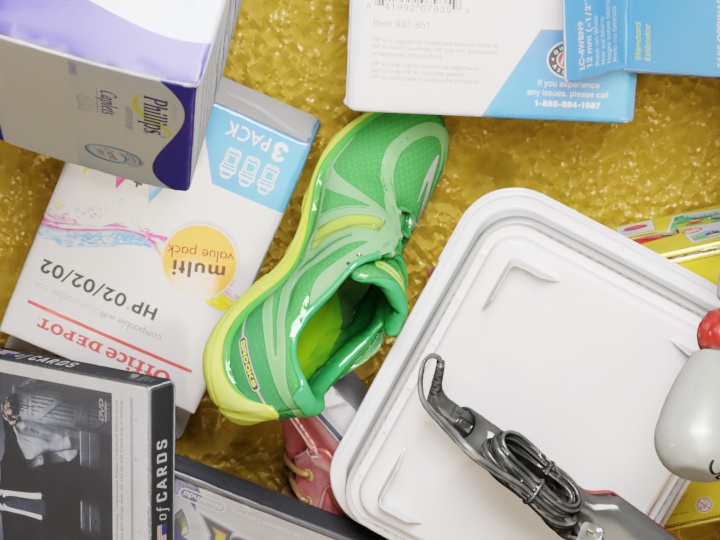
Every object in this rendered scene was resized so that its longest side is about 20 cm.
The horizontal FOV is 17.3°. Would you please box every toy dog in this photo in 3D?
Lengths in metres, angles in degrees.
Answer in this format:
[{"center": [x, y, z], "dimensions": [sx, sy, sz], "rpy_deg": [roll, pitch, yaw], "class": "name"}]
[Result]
[{"center": [0.213, 0.005, 1.105], "dimensions": [0.096, 0.131, 0.202], "rpy_deg": [13, 97, 38], "class": "toy dog"}]

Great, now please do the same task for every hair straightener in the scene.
[{"center": [0.105, 0.109, 1.137], "dimensions": [0.200, 0.077, 0.041], "rpy_deg": [42, 90, -7], "class": "hair straightener"}]

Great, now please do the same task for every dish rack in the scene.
[{"center": [0.093, 0.077, 1.189], "dimensions": [0.171, 0.044, 0.201], "rpy_deg": [27, 106, -6], "class": "dish rack"}]

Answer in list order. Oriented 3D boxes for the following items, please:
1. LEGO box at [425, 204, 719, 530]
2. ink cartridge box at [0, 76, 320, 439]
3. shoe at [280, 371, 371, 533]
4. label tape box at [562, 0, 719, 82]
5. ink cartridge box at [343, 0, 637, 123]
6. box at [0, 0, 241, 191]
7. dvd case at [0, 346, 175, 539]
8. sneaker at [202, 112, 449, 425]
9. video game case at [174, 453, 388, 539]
[{"center": [0.146, 0.056, 1.243], "dimensions": [0.199, 0.077, 0.150], "rpy_deg": [-12, 105, 6], "class": "LEGO box"}, {"center": [-0.112, -0.006, 1.241], "dimensions": [0.115, 0.068, 0.201], "rpy_deg": [23, 106, -3], "class": "ink cartridge box"}, {"center": [-0.019, 0.114, 1.271], "dimensions": [0.091, 0.072, 0.200], "rpy_deg": [-38, 105, 9], "class": "shoe"}, {"center": [0.191, -0.169, 1.130], "dimensions": [0.199, 0.066, 0.144], "rpy_deg": [-14, 111, -32], "class": "label tape box"}, {"center": [0.069, -0.182, 1.173], "dimensions": [0.144, 0.084, 0.201], "rpy_deg": [3, 106, 1], "class": "ink cartridge box"}, {"center": [-0.101, -0.162, 1.100], "dimensions": [0.104, 0.184, 0.201], "rpy_deg": [14, 77, -2], "class": "box"}, {"center": [-0.177, 0.118, 1.241], "dimensions": [0.199, 0.025, 0.151], "rpy_deg": [8, 102, 36], "class": "dvd case"}, {"center": [0.000, 0.000, 1.195], "dimensions": [0.083, 0.201, 0.074], "rpy_deg": [10, 149, 39], "class": "sneaker"}, {"center": [-0.046, 0.211, 1.260], "dimensions": [0.199, 0.026, 0.182], "rpy_deg": [22, 109, -10], "class": "video game case"}]
